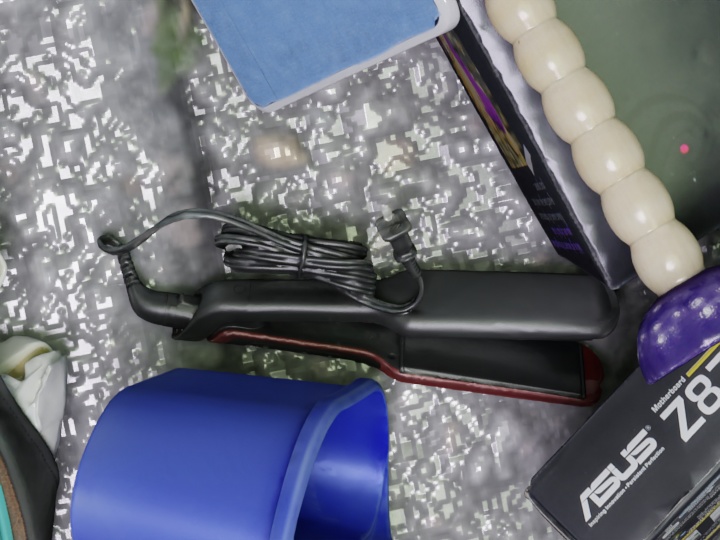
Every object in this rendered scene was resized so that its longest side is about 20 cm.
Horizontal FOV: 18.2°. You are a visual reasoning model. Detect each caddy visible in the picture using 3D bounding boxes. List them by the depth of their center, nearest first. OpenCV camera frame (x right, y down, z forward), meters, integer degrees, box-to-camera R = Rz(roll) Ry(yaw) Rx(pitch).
[{"bbox_3d":[-0.032,0.108,0.782,0.104,0.200,0.143,7,95,10],"label":"caddy"}]

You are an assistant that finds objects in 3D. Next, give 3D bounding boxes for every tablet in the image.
[{"bbox_3d":[-0.049,-0.157,0.786,0.014,0.130,0.201,-37,101,-35],"label":"tablet"}]

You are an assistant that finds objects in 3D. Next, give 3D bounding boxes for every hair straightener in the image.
[{"bbox_3d":[0.000,0.000,0.838,0.198,0.041,0.077,11,129,0],"label":"hair straightener"}]

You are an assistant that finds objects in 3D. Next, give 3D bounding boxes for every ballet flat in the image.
[{"bbox_3d":[-0.144,0.032,0.810,0.068,0.068,0.201,-41,127,-30],"label":"ballet flat"}]

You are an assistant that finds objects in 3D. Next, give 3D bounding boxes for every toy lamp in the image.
[{"bbox_3d":[0.064,-0.065,0.714,0.058,0.058,0.201,-31,85,-2],"label":"toy lamp"}]

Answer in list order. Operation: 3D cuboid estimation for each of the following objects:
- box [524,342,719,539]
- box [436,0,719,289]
[{"bbox_3d":[0.152,0.030,0.803,0.049,0.161,0.200,43,92,19],"label":"box"},{"bbox_3d":[0.084,-0.113,0.808,0.122,0.106,0.201,-31,99,-2],"label":"box"}]
